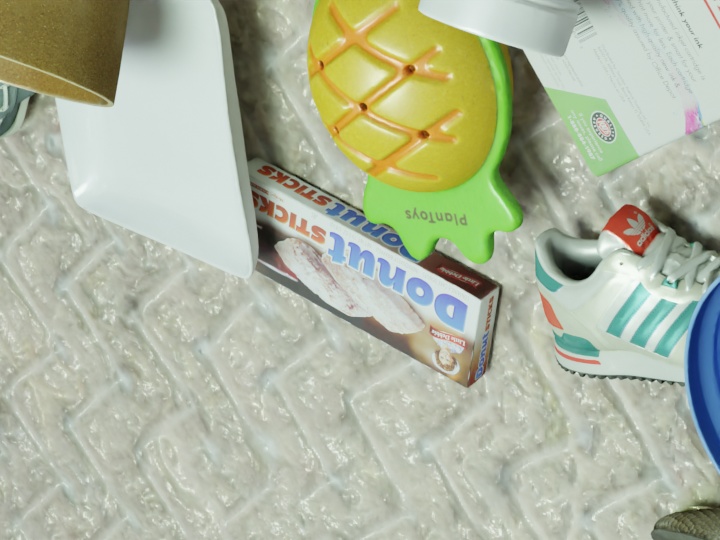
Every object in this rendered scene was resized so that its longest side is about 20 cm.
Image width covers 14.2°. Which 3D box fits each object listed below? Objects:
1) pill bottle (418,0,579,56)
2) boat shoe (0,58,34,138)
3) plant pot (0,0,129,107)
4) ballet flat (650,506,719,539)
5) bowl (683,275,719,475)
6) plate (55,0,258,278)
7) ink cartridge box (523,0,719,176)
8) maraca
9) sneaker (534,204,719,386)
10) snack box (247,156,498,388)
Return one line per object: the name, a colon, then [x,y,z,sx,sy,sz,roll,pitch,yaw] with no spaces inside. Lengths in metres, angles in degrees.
pill bottle: [0.098,-0.219,1.511,0.111,0.111,0.200,23,102,31]
boat shoe: [-0.259,-0.128,1.967,0.200,0.062,0.073,-25,88,60]
plant pot: [-0.212,-0.223,1.787,0.186,0.186,0.200,15,86,36]
ballet flat: [0.258,0.164,1.717,0.200,0.046,0.067,2,148,48]
bowl: [0.267,0.071,1.548,0.201,0.039,0.201,24,131,31]
plate: [-0.135,-0.111,1.887,0.200,0.032,0.200,23,128,45]
ink cartridge box: [0.183,-0.142,1.569,0.200,0.067,0.117,-25,96,49]
maraca: [0.034,-0.096,1.705,0.137,0.107,0.200,6,119,39]
sneaker: [0.179,0.010,1.666,0.200,0.070,0.093,0,121,46]
snack box: [0.000,0.000,1.859,0.200,0.024,0.072,29,130,27]
